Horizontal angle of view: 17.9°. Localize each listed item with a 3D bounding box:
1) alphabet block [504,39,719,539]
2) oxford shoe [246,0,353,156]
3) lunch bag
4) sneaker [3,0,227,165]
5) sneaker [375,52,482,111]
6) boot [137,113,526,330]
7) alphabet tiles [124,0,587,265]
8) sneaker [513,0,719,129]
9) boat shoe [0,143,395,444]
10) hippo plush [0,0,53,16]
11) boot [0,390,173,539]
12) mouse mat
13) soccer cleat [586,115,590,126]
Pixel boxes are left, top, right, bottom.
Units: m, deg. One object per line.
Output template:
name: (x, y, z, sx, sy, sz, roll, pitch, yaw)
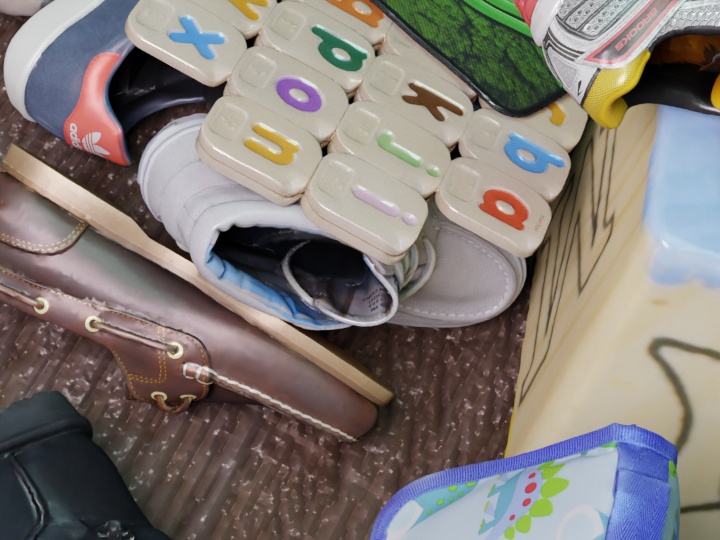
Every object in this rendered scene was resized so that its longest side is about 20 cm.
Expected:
alphabet block: (0.188, 0.004, 1.004, 0.195, 0.200, 0.197, 19, 50, -4)
oxford shoe: (-0.020, -0.098, 1.098, 0.071, 0.073, 0.200, 2, 52, -16)
lunch bag: (0.049, 0.170, 0.821, 0.127, 0.200, 0.170, 23, 49, -12)
sneaker: (-0.070, -0.126, 1.075, 0.084, 0.075, 0.200, 38, 75, 24)
sneaker: (0.027, -0.152, 1.112, 0.083, 0.071, 0.200, -29, 53, 13)
boot: (0.000, 0.000, 0.990, 0.200, 0.074, 0.096, 17, 24, -30)
alphabet tiles: (0.001, -0.083, 0.988, 0.195, 0.015, 0.200, 28, 39, -2)
sneaker: (0.163, -0.096, 0.902, 0.200, 0.078, 0.082, -11, 61, -14)
boat shoe: (-0.084, 0.025, 0.990, 0.200, 0.070, 0.070, 31, 87, 0)
hippo plush: (-0.157, -0.210, 1.125, 0.161, 0.159, 0.200, -2, 64, -58)
boot: (-0.135, 0.145, 0.866, 0.200, 0.076, 0.168, -25, 60, -39)
mouse mat: (0.045, -0.160, 1.071, 0.200, 0.008, 0.161, 44, 45, 14)
soccer cleat: (0.151, -0.063, 1.129, 0.200, 0.073, 0.068, 11, 30, -7)
